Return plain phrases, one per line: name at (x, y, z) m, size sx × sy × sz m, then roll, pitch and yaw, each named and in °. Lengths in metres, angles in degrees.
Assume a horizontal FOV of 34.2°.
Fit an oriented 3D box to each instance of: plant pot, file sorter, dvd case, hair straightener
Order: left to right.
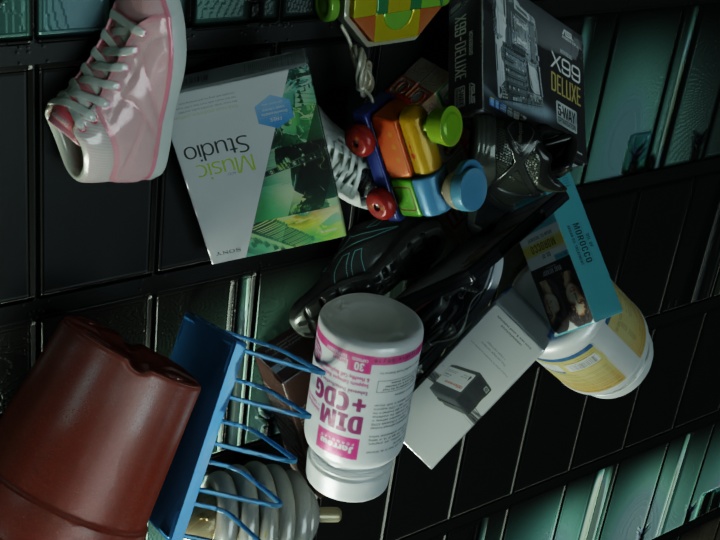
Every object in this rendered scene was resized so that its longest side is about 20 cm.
plant pot at (-0.258, 0.162, 1.109) m, size 0.200 × 0.200 × 0.197 m, roll 29°, pitch 88°, yaw -46°
file sorter at (-0.135, 0.166, 1.194) m, size 0.121 × 0.138 × 0.203 m, roll 18°, pitch 90°, yaw -32°
hair straightener at (0.067, 0.081, 1.340) m, size 0.199 × 0.078 × 0.041 m, roll -35°, pitch 150°, yaw 27°
dvd case at (0.132, -0.021, 1.299) m, size 0.199 × 0.142 × 0.018 m, roll -37°, pitch 97°, yaw -40°

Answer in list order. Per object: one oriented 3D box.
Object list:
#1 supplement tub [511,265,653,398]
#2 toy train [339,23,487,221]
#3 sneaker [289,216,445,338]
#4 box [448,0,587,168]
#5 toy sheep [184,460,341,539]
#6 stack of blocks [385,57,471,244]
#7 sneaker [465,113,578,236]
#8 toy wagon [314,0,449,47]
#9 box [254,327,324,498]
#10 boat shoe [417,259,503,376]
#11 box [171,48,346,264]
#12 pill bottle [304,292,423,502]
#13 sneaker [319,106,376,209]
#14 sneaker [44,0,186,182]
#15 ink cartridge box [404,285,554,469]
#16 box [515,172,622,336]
supplement tub at (0.293, 0.077, 1.545) m, size 0.145 × 0.144 × 0.200 m, roll -52°, pitch 137°, yaw 0°
toy train at (0.048, -0.145, 1.135) m, size 0.085 × 0.115 × 0.202 m, roll -40°, pitch 122°, yaw -38°
sneaker at (0.000, 0.000, 1.299) m, size 0.199 × 0.079 × 0.076 m, roll -34°, pitch 140°, yaw -12°
box at (0.172, -0.211, 1.272) m, size 0.199 × 0.049 × 0.160 m, roll 19°, pitch 67°, yaw -45°
toy sheep at (-0.116, 0.284, 1.336) m, size 0.197 × 0.138 × 0.140 m, roll 1°, pitch 116°, yaw -27°
stack of blocks at (0.100, -0.139, 1.306) m, size 0.115 × 0.058 × 0.201 m, roll -45°, pitch 136°, yaw -9°
sneaker at (0.166, -0.092, 1.234) m, size 0.112 × 0.077 × 0.200 m, roll 5°, pitch 152°, yaw 3°
toy wagon at (0.031, -0.323, 1.145) m, size 0.153 × 0.039 × 0.203 m, roll -16°, pitch 125°, yaw -33°
box at (-0.047, 0.157, 1.359) m, size 0.099 × 0.075 × 0.202 m, roll -31°, pitch 134°, yaw -21°
boat shoe at (0.092, 0.039, 1.409) m, size 0.200 × 0.072 × 0.068 m, roll -49°, pitch 138°, yaw 6°
box at (-0.100, -0.105, 1.128) m, size 0.142 × 0.037 × 0.202 m, roll -12°, pitch 130°, yaw 2°
pill bottle at (-0.001, 0.138, 1.252) m, size 0.112 × 0.113 × 0.203 m, roll -12°, pitch 123°, yaw -35°
sneaker at (-0.031, -0.116, 1.194) m, size 0.199 × 0.080 × 0.077 m, roll 23°, pitch 102°, yaw -44°
sneaker at (-0.214, -0.164, 1.010) m, size 0.104 × 0.075 × 0.203 m, roll -15°, pitch 129°, yaw -39°
ink cartridge box at (0.134, 0.125, 1.408) m, size 0.200 × 0.084 × 0.145 m, roll -48°, pitch 175°, yaw 15°
box at (0.235, -0.030, 1.394) m, size 0.049 × 0.082 × 0.203 m, roll -17°, pitch 83°, yaw -31°
